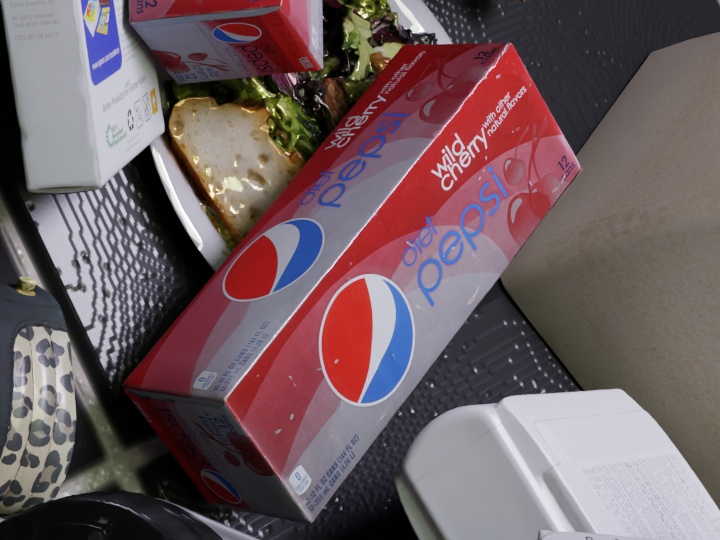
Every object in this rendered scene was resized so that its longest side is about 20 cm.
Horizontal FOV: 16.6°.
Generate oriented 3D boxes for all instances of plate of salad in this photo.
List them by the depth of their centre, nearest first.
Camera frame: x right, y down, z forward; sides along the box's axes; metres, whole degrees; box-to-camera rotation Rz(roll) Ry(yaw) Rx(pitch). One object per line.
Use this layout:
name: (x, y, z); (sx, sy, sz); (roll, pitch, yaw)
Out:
plate of salad: (-0.007, -0.062, 1.049); (0.199, 0.048, 0.202); (19, 59, -36)

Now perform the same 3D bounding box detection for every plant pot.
plant pot: (0.219, -0.009, 1.144); (0.200, 0.177, 0.200); (51, 46, -12)

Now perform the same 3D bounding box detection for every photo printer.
photo printer: (0.105, 0.127, 1.006); (0.167, 0.069, 0.200); (58, 18, 13)

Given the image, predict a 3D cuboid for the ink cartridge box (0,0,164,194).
ink cartridge box: (-0.109, -0.137, 0.916); (0.095, 0.037, 0.202); (-57, 144, -72)

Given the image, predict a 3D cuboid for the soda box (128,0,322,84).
soda box: (-0.052, -0.180, 0.979); (0.070, 0.063, 0.202); (50, 37, -69)

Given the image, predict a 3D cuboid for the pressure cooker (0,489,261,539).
pressure cooker: (-0.045, 0.179, 0.813); (0.200, 0.175, 0.180); (28, 54, -46)

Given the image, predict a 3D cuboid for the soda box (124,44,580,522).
soda box: (0.000, 0.000, 0.968); (0.200, 0.063, 0.070); (-51, 124, -28)

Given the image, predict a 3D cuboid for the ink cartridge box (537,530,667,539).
ink cartridge box: (0.094, 0.209, 0.819); (0.083, 0.202, 0.145); (4, 22, -7)

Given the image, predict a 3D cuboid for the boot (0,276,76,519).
boot: (-0.180, -0.007, 0.855); (0.153, 0.073, 0.205); (12, 60, -46)
